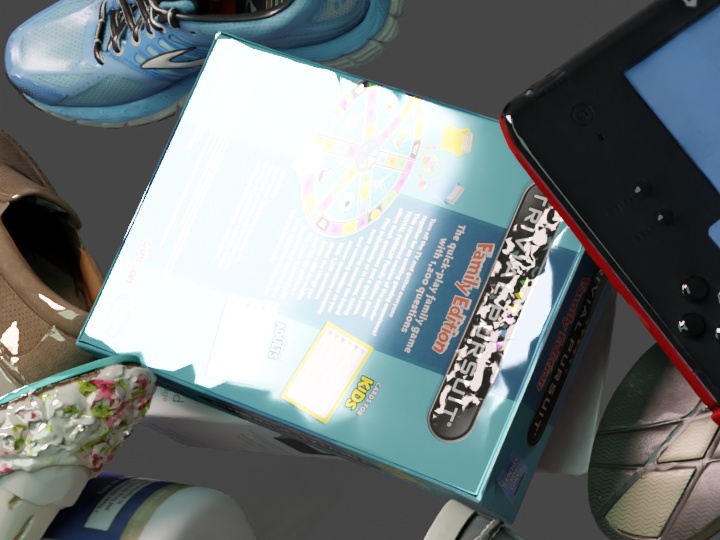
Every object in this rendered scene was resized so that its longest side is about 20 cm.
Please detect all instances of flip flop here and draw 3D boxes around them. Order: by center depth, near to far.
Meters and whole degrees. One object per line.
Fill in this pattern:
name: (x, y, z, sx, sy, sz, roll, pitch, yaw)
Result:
flip flop: (0.165, 0.036, 1.052, 0.081, 0.058, 0.200, 14, 63, 36)

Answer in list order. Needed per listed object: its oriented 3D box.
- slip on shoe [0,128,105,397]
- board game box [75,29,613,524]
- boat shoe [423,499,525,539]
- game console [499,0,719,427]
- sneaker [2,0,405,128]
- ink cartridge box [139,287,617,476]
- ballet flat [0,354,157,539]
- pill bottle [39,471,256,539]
slip on shoe: (-0.155, -0.015, 1.166, 0.061, 0.076, 0.200, -57, 31, 27)
board game box: (0.000, 0.000, 1.059, 0.200, 0.047, 0.151, 20, 81, 26)
boat shoe: (0.020, 0.188, 0.974, 0.062, 0.073, 0.200, 23, 74, 9)
game console: (0.178, -0.044, 1.010, 0.200, 0.031, 0.177, -35, 87, -21)
sneaker: (-0.084, -0.128, 1.193, 0.200, 0.090, 0.078, -14, 67, 20)
ink cartridge box: (0.006, 0.023, 1.115, 0.200, 0.067, 0.116, 3, 74, 24)
ballet flat: (-0.171, 0.097, 1.052, 0.200, 0.076, 0.064, -21, 73, 9)
pill bottle: (-0.154, 0.139, 1.121, 0.200, 0.111, 0.111, 6, 75, 25)
